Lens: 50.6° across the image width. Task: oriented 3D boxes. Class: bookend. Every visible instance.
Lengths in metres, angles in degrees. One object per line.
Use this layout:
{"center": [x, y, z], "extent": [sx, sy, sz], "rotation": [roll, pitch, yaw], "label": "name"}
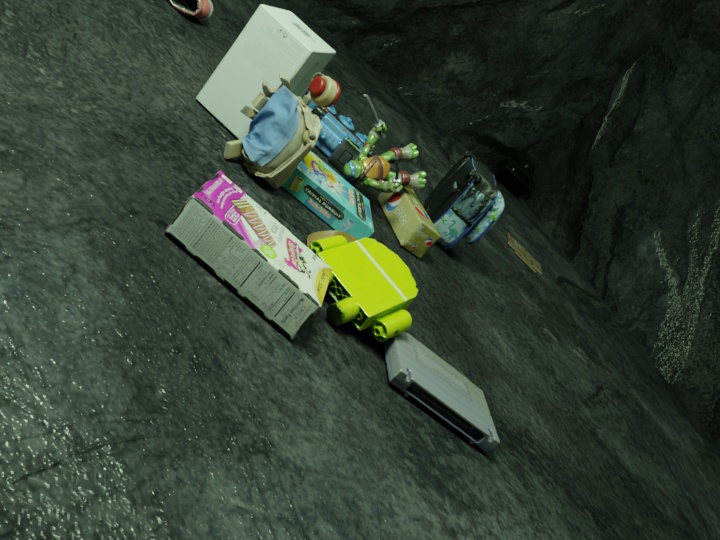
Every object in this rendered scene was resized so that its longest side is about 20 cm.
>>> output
{"center": [0.783, -0.517, 3.873], "extent": [0.197, 0.091, 0.203], "rotation": [36, 51, -25], "label": "bookend"}

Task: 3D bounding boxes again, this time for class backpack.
{"center": [0.245, -0.149, 1.829], "extent": [0.146, 0.200, 0.184], "rotation": [39, 21, -14], "label": "backpack"}

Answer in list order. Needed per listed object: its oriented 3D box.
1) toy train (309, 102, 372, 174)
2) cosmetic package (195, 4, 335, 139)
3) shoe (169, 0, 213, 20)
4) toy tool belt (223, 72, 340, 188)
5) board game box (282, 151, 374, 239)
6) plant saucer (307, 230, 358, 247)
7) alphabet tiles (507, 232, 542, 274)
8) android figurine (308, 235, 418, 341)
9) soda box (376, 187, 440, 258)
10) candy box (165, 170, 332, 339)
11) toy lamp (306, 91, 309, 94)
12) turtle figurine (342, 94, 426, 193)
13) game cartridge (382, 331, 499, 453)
{"center": [-0.057, -0.296, 1.684], "extent": [0.199, 0.087, 0.115], "rotation": [43, 24, -6], "label": "toy train"}
{"center": [-0.166, -0.352, 1.370], "extent": [0.122, 0.201, 0.200], "rotation": [39, 17, -2], "label": "cosmetic package"}
{"center": [-0.410, -0.640, 1.680], "extent": [0.200, 0.071, 0.091], "rotation": [48, 12, -5], "label": "shoe"}
{"center": [-0.127, -0.242, 1.218], "extent": [0.122, 0.202, 0.125], "rotation": [25, 16, -50], "label": "toy tool belt"}
{"center": [-0.065, -0.146, 1.383], "extent": [0.199, 0.047, 0.152], "rotation": [38, 19, -19], "label": "board game box"}
{"center": [0.000, 0.000, 1.223], "extent": [0.199, 0.035, 0.201], "rotation": [39, 19, -16], "label": "plant saucer"}
{"center": [0.573, -0.053, 2.659], "extent": [0.167, 0.008, 0.200], "rotation": [44, 18, -3], "label": "alphabet tiles"}
{"center": [0.005, 0.017, 1.103], "extent": [0.183, 0.041, 0.198], "rotation": [48, 36, 17], "label": "android figurine"}
{"center": [0.102, -0.117, 1.657], "extent": [0.063, 0.068, 0.202], "rotation": [32, 21, -32], "label": "soda box"}
{"center": [-0.130, -0.024, 0.944], "extent": [0.199, 0.061, 0.137], "rotation": [42, 17, -10], "label": "candy box"}
{"center": [-0.140, -0.448, 1.877], "extent": [0.058, 0.058, 0.201], "rotation": [35, 20, -25], "label": "toy lamp"}
{"center": [0.068, -0.231, 1.578], "extent": [0.191, 0.203, 0.144], "rotation": [-6, 41, -46], "label": "turtle figurine"}
{"center": [0.113, 0.169, 1.103], "extent": [0.199, 0.038, 0.130], "rotation": [38, 15, -20], "label": "game cartridge"}
